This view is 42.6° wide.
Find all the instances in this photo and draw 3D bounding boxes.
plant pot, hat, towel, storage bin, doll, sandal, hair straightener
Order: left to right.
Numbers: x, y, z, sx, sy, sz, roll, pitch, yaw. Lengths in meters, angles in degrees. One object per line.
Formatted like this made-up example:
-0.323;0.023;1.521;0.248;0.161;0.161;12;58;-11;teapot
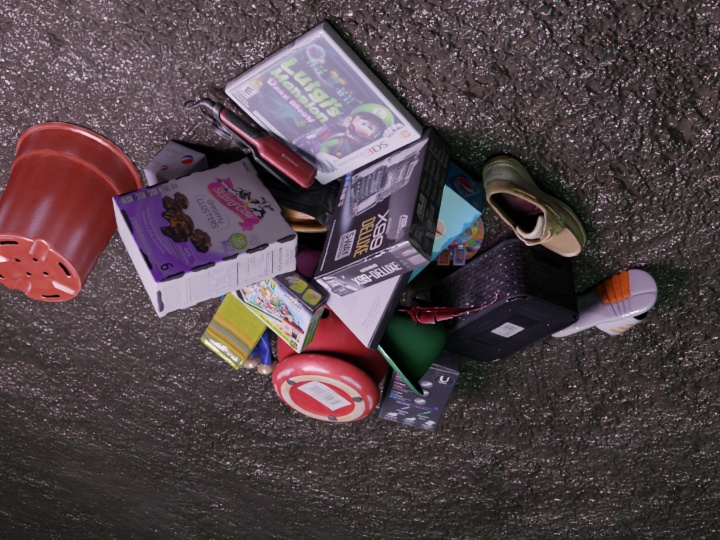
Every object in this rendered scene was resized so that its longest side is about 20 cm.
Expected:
-0.446;-0.075;1.350;0.198;0.197;0.202;9;142;7;plant pot
-0.194;0.077;1.510;0.086;0.018;0.201;34;128;0;towel
-0.155;-0.169;1.252;0.199;0.041;0.077;31;160;-18;hair straightener
-0.187;0.077;1.551;0.135;0.048;0.202;14;129;42;doll
-0.046;0.134;1.506;0.198;0.184;0.202;10;144;7;plant pot
0.105;0.067;1.335;0.176;0.200;0.166;-40;139;3;hat
0.209;0.050;1.366;0.134;0.095;0.199;19;145;-31;storage bin
0.369;0.060;1.374;0.059;0.080;0.206;31;148;-23;sandal

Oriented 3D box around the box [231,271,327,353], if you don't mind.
-0.142;0.020;1.357;0.199;0.035;0.111;39;141;16;box

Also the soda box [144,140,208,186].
-0.255;-0.090;1.366;0.063;0.068;0.201;22;146;21;soda box

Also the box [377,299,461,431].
0.103;0.162;1.539;0.105;0.123;0.201;14;143;0;box

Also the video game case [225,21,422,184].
-0.047;-0.209;1.201;0.181;0.024;0.200;-21;130;36;video game case

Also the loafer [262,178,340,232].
-0.123;-0.086;1.338;0.198;0.073;0.073;-6;140;25;loafer

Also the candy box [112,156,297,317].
-0.206;-0.050;1.230;0.198;0.168;0.072;-20;144;-22;candy box

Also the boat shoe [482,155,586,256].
0.233;-0.070;1.252;0.199;0.067;0.074;36;138;-26;boat shoe

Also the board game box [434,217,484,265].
0.079;-0.052;1.344;0.197;0.039;0.159;-2;140;19;board game box

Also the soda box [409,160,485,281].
0.082;-0.053;1.274;0.068;0.064;0.200;35;127;-14;soda box

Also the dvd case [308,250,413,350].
0.000;0.000;1.274;0.017;0.200;0.144;15;107;-34;dvd case

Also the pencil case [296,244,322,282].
-0.059;0.000;1.417;0.197;0.094;0.092;13;118;6;pencil case

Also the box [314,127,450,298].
0.031;-0.075;1.199;0.157;0.202;0.050;-21;131;38;box
